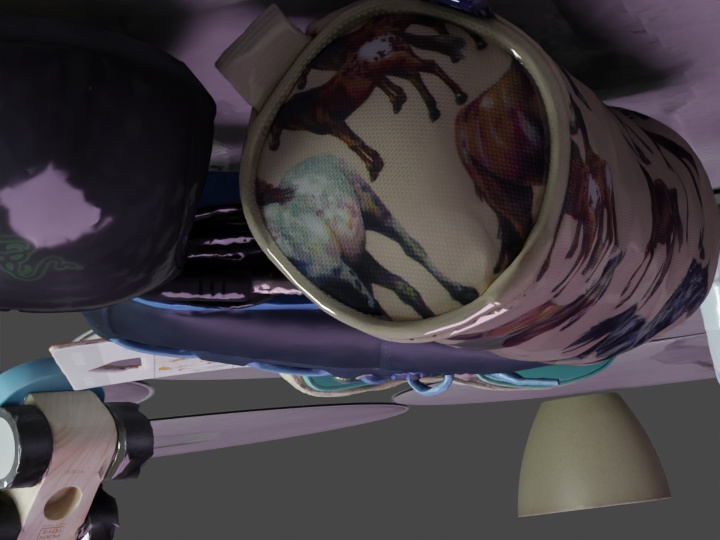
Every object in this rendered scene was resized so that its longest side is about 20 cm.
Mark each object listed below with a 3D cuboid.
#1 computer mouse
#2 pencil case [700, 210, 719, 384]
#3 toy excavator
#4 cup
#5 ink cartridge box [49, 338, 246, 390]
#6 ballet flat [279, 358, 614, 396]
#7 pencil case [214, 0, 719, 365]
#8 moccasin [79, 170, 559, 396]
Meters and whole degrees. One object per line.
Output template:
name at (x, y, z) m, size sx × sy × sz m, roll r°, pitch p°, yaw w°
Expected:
computer mouse at (-0.079, -0.011, 0.461) m, size 0.137 × 0.053 × 0.200 m, roll 5°, pitch 170°, yaw -4°
pencil case at (0.248, 0.003, 0.807) m, size 0.198 × 0.084 × 0.091 m, roll -7°, pitch -164°, yaw 7°
toy excavator at (-0.240, 0.112, 1.141) m, size 0.099 × 0.200 × 0.195 m, roll 1°, pitch 125°, yaw -43°
cup at (0.294, 0.236, 2.354) m, size 0.198 × 0.145 × 0.200 m, roll -6°, pitch 173°, yaw -1°
ink cartridge box at (-0.043, 0.014, 0.776) m, size 0.172 × 0.044 × 0.200 m, roll -6°, pitch 173°, yaw -7°
ballet flat at (0.042, 0.026, 0.948) m, size 0.198 × 0.068 × 0.062 m, roll 0°, pitch -162°, yaw -25°
pencil case at (0.040, -0.020, 0.481) m, size 0.078 × 0.090 × 0.200 m, roll -39°, pitch 164°, yaw 14°
moccasin at (0.000, 0.000, 0.626) m, size 0.198 × 0.081 × 0.068 m, roll 8°, pitch 154°, yaw -15°
